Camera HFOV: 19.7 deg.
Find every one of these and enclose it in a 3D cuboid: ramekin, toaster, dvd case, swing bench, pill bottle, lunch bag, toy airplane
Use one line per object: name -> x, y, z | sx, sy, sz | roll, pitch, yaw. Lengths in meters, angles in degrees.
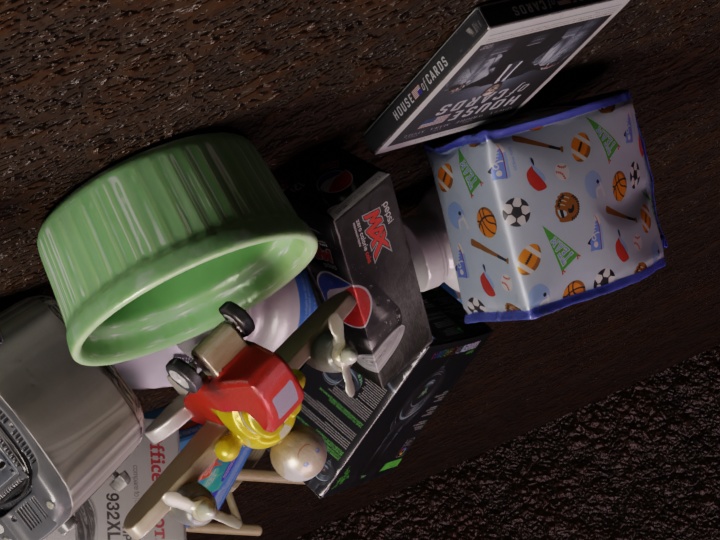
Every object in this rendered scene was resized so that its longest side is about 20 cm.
ramekin -> -0.141, -0.019, 1.536 | 0.200, 0.098, 0.200 | -26, 167, -6
toaster -> -0.267, 0.109, 1.640 | 0.129, 0.200, 0.114 | -38, 178, -46
dvd case -> 0.106, -0.161, 1.631 | 0.150, 0.025, 0.200 | -17, 163, -33
swing bench -> -0.187, 0.244, 2.416 | 0.200, 0.130, 0.199 | -12, 162, -31
pill bottle -> -0.068, 0.018, 1.788 | 0.200, 0.112, 0.112 | -14, 162, -45
pill bottle -> 0.131, -0.046, 1.931 | 0.200, 0.111, 0.111 | -21, 166, -21
lunch bag -> 0.171, -0.058, 1.798 | 0.200, 0.170, 0.124 | -19, -171, -31
toy airplane -> -0.088, 0.114, 1.615 | 0.200, 0.141, 0.199 | -48, 180, 24

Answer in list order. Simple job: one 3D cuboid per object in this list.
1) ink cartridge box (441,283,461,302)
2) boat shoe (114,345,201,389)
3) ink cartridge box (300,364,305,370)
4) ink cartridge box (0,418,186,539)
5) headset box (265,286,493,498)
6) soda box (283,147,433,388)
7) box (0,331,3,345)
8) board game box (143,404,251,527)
ink cartridge box -> 0.017, 0.057, 2.205 | 0.200, 0.067, 0.116 | -29, 167, 9
boat shoe -> -0.179, 0.059, 1.817 | 0.200, 0.070, 0.071 | 4, 111, -29
ink cartridge box -> -0.083, 0.053, 1.982 | 0.136, 0.076, 0.200 | -29, 165, 12
ink cartridge box -> -0.249, 0.199, 1.721 | 0.200, 0.145, 0.084 | 3, 136, -12
headset box -> 0.011, 0.114, 1.993 | 0.200, 0.093, 0.174 | -55, 163, 16
soda box -> 0.000, 0.000, 1.712 | 0.071, 0.063, 0.200 | -41, 138, -24
box -> -0.363, 0.050, 1.355 | 0.148, 0.104, 0.200 | -36, 164, 36
board game box -> -0.185, 0.189, 1.921 | 0.200, 0.045, 0.152 | -16, 142, -50
